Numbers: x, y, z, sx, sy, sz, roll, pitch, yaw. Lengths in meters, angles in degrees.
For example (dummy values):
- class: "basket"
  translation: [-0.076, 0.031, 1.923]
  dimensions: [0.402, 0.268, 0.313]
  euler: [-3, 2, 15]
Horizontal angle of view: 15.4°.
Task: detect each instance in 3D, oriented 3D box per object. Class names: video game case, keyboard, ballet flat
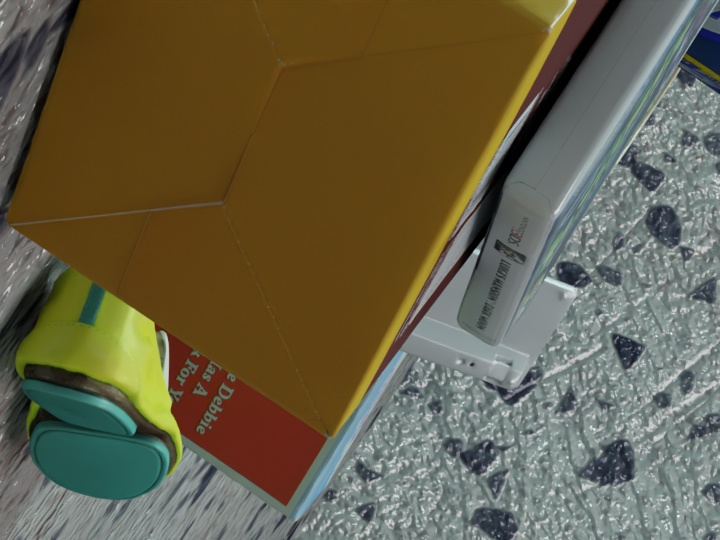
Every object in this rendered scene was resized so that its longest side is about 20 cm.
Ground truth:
- class: "video game case"
  translation: [0.100, -0.078, 0.922]
  dimensions: [0.200, 0.023, 0.182]
  euler: [-56, 174, -14]
- class: "keyboard"
  translation: [0.000, 0.000, 1.133]
  dimensions: [0.056, 0.199, 0.011]
  euler: [-61, -151, 15]
- class: "ballet flat"
  translation: [-0.101, 0.042, 1.071]
  dimensions: [0.200, 0.067, 0.067]
  euler: [97, 5, -73]

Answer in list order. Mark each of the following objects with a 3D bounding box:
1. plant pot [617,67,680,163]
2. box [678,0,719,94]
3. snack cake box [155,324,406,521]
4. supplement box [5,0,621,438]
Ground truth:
- class: "plant pot"
  translation: [0.122, -0.152, 1.493]
  dimensions: [0.201, 0.134, 0.200]
  euler: [-56, 174, -10]
- class: "box"
  translation: [0.104, -0.139, 1.075]
  dimensions: [0.064, 0.200, 0.070]
  euler: [-56, 175, 4]
- class: "snack cake box"
  translation: [-0.020, -0.004, 1.200]
  dimensions: [0.200, 0.115, 0.067]
  euler: [-59, 174, 20]
- class: "supplement box"
  translation: [0.012, -0.097, 0.866]
  dimensions: [0.200, 0.133, 0.198]
  euler: [-51, 172, -44]
